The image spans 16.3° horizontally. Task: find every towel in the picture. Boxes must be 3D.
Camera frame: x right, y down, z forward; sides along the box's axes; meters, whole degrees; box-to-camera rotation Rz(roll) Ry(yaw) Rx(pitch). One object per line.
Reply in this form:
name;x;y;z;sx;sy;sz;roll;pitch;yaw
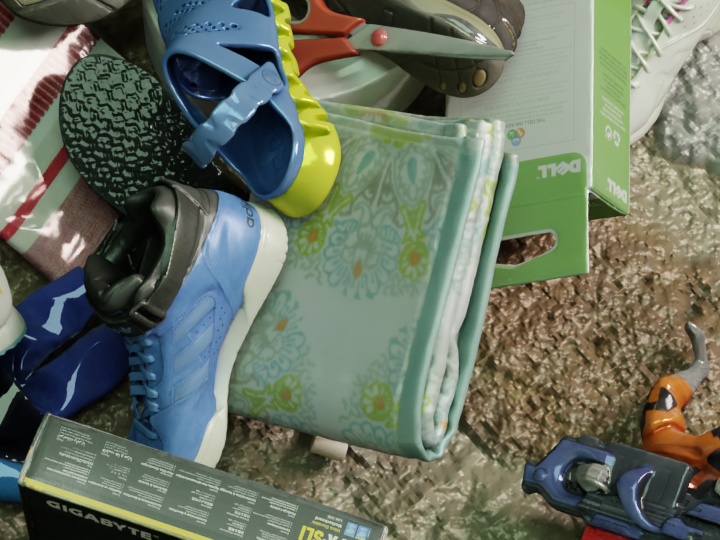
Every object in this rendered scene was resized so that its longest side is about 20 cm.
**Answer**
towel;-0.218;-0.104;1.551;0.200;0.023;0.144;42;64;-19
towel;0.000;0.000;1.480;0.171;0.048;0.201;11;85;40

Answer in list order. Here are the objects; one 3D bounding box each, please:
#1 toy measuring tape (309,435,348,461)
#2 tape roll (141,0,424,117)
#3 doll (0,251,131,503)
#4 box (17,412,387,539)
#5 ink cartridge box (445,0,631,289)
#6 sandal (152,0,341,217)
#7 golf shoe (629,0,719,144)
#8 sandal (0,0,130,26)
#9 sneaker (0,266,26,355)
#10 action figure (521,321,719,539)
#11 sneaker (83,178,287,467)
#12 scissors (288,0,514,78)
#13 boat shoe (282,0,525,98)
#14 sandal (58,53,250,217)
toy measuring tape;0.006;0.014;1.529;0.073;0.074;0.201;12;64;4
tape roll;-0.043;-0.180;1.623;0.201;0.071;0.204;1;65;-1
doll;-0.209;0.081;1.502;0.200;0.048;0.137;-39;84;-17
box;-0.087;0.159;1.409;0.199;0.160;0.050;18;66;6
ink cartridge box;0.109;-0.079;1.555;0.103;0.059;0.201;-8;70;29
sandal;-0.082;-0.123;1.490;0.087;0.080;0.200;9;41;-43
golf shoe;0.183;-0.157;1.609;0.075;0.092;0.200;33;71;13
sandal;-0.154;-0.215;1.567;0.201;0.057;0.080;-43;116;-34
sneaker;-0.267;-0.018;1.500;0.076;0.081;0.200;-34;38;-22
action figure;0.208;0.135;1.466;0.199;0.105;0.194;24;69;37
sneaker;-0.124;0.045;1.459;0.077;0.111;0.201;26;96;51
scissors;0.002;-0.146;1.508;0.199;0.014;0.074;-7;73;30
boat shoe;0.013;-0.180;1.554;0.200;0.075;0.073;34;53;11
sandal;-0.113;-0.048;1.557;0.075;0.048;0.200;-44;96;-8
